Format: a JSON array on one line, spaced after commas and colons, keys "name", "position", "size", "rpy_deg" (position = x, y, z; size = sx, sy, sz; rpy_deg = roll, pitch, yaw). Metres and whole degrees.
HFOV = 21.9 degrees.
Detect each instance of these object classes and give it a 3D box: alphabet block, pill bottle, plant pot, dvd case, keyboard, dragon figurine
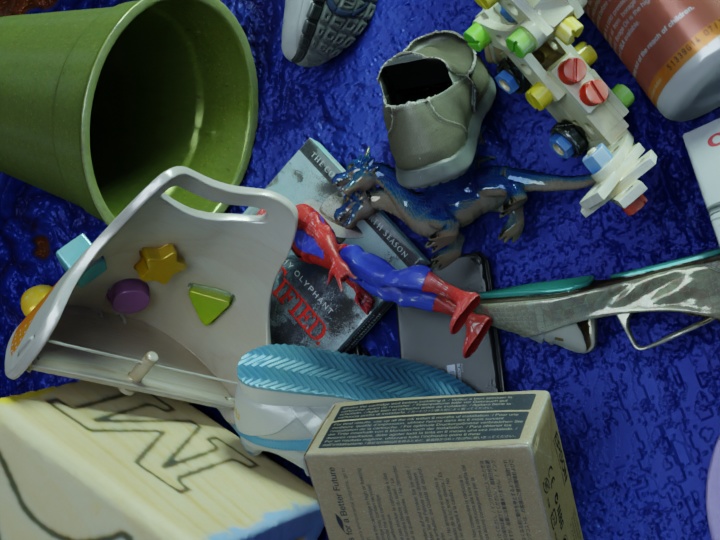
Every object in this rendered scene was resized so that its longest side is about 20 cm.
[{"name": "alphabet block", "position": [-0.175, 0.210, 1.360], "size": [0.200, 0.196, 0.196], "rpy_deg": [32, 106, 21]}, {"name": "pill bottle", "position": [0.207, -0.214, 1.323], "size": [0.112, 0.112, 0.200], "rpy_deg": [-38, 73, 13]}, {"name": "plant pot", "position": [-0.213, -0.129, 1.451], "size": [0.190, 0.200, 0.200], "rpy_deg": [12, 88, 35]}, {"name": "dvd case", "position": [-0.059, 0.017, 1.437], "size": [0.200, 0.022, 0.146], "rpy_deg": [-47, 63, 10]}, {"name": "keyboard", "position": [0.048, 0.092, 1.399], "size": [0.127, 0.021, 0.200], "rpy_deg": [-8, 80, 19]}, {"name": "dragon figurine", "position": [0.076, -0.067, 1.366], "size": [0.200, 0.059, 0.100], "rpy_deg": [-24, 63, 1]}]

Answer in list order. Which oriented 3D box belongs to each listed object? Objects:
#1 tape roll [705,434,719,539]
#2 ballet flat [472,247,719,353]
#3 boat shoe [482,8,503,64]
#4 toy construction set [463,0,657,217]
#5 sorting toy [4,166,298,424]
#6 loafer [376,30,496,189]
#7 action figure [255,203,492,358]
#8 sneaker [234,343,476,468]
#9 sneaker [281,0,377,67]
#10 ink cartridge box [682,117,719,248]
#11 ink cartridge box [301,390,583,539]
[{"name": "tape roll", "position": [0.337, 0.154, 1.246], "size": [0.200, 0.085, 0.200], "rpy_deg": [-2, 83, 22]}, {"name": "ballet flat", "position": [0.176, 0.030, 1.332], "size": [0.200, 0.067, 0.062], "rpy_deg": [-11, 91, 18]}, {"name": "boat shoe", "position": [0.098, -0.256, 1.393], "size": [0.063, 0.073, 0.201], "rpy_deg": [-17, 85, 14]}, {"name": "toy construction set", "position": [0.147, -0.132, 1.298], "size": [0.092, 0.131, 0.200], "rpy_deg": [-29, 94, -16]}, {"name": "sorting toy", "position": [-0.138, 0.004, 1.351], "size": [0.180, 0.200, 0.107], "rpy_deg": [-51, 43, 27]}, {"name": "loafer", "position": [0.054, -0.132, 1.339], "size": [0.075, 0.200, 0.070], "rpy_deg": [-14, 118, 11]}, {"name": "action figure", "position": [0.000, 0.000, 1.361], "size": [0.200, 0.065, 0.052], "rpy_deg": [31, 80, 30]}, {"name": "sneaker", "position": [0.006, 0.113, 1.367], "size": [0.200, 0.077, 0.081], "rpy_deg": [13, 125, 9]}, {"name": "sneaker", "position": [-0.030, -0.254, 1.451], "size": [0.087, 0.074, 0.200], "rpy_deg": [8, 80, 33]}, {"name": "ink cartridge box", "position": [0.312, -0.029, 1.228], "size": [0.145, 0.084, 0.200], "rpy_deg": [-24, 45, 16]}, {"name": "ink cartridge box", "position": [0.067, 0.187, 1.300], "size": [0.165, 0.075, 0.200], "rpy_deg": [-4, 118, 21]}]
